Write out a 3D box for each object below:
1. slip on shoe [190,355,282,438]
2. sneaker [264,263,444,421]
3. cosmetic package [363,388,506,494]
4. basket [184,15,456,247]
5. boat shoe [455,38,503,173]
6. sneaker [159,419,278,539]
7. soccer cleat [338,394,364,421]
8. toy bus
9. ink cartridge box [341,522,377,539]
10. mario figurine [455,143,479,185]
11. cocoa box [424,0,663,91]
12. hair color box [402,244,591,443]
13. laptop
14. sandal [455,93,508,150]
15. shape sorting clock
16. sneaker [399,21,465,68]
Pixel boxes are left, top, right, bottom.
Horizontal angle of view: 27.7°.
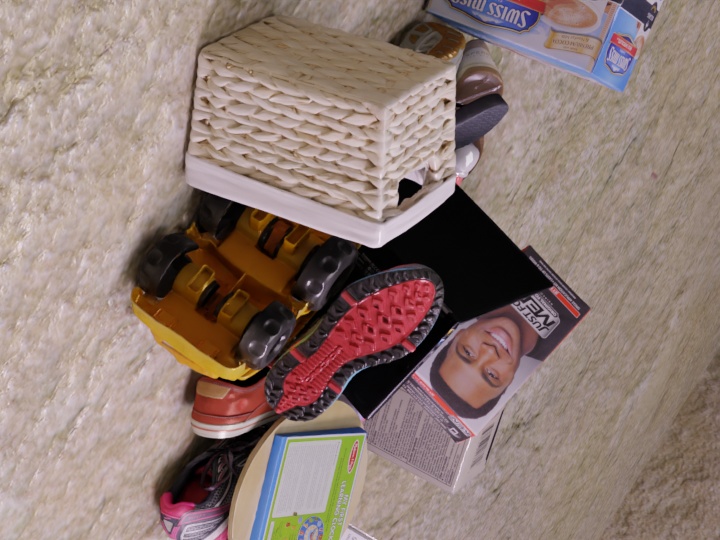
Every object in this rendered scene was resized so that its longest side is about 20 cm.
[{"bbox_3d":[-0.099,0.110,1.448,0.200,0.074,0.061,-21,117,-58],"label":"slip on shoe"},{"bbox_3d":[-0.006,0.047,1.303,0.200,0.079,0.096,-36,-166,25],"label":"sneaker"},{"bbox_3d":[0.051,0.154,1.642,0.087,0.200,0.103,-26,138,-57],"label":"cosmetic package"},{"bbox_3d":[-0.031,-0.121,1.202,0.136,0.200,0.123,-37,138,-49],"label":"basket"},{"bbox_3d":[0.100,-0.164,1.591,0.200,0.072,0.065,113,-23,-47],"label":"boat shoe"},{"bbox_3d":[-0.124,0.194,1.461,0.200,0.081,0.075,-53,144,-32],"label":"sneaker"},{"bbox_3d":[-0.007,0.127,1.528,0.073,0.200,0.068,27,46,-36],"label":"soccer cleat"},{"bbox_3d":[-0.106,0.028,1.297,0.200,0.136,0.192,-49,168,-31],"label":"toy bus"},{"bbox_3d":[-0.054,0.346,1.629,0.147,0.083,0.200,-60,-165,-10],"label":"ink cartridge box"},{"bbox_3d":[0.090,-0.075,1.536,0.200,0.123,0.106,67,21,-2],"label":"mario figurine"},{"bbox_3d":[0.194,-0.285,1.513,0.133,0.200,0.131,5,108,-66],"label":"cocoa box"},{"bbox_3d":[0.142,0.078,1.549,0.200,0.102,0.061,-45,-178,-22],"label":"hair color box"},{"bbox_3d":[0.040,0.014,1.409,0.200,0.187,0.116,-48,152,11],"label":"laptop"},{"bbox_3d":[0.050,-0.131,1.445,0.200,0.043,0.076,-25,167,9],"label":"sandal"},{"bbox_3d":[-0.061,0.222,1.460,0.200,0.039,0.200,-21,120,-42],"label":"shape sorting clock"},{"bbox_3d":[0.042,-0.173,1.457,0.200,0.076,0.088,-37,149,-44],"label":"sneaker"}]
